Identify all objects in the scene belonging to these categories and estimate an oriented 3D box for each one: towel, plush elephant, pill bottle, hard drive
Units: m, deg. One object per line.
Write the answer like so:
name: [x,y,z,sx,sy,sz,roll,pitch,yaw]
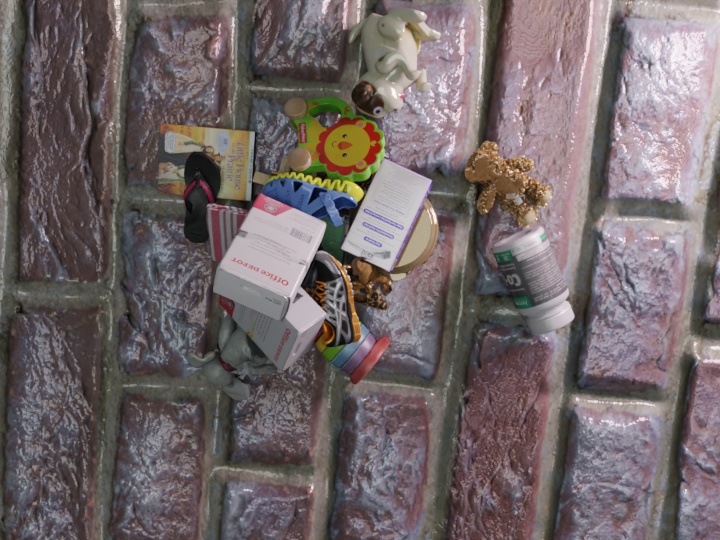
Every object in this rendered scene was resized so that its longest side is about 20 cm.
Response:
towel: [-0.214,-0.063,1.663,0.199,0.030,0.147,10,132,5]
plush elephant: [-0.261,0.177,1.693,0.154,0.200,0.165,-25,114,28]
pill bottle: [0.356,0.021,1.670,0.113,0.113,0.201,-24,96,5]
hard drive: [-0.124,-0.079,1.675,0.199,0.038,0.140,9,132,1]

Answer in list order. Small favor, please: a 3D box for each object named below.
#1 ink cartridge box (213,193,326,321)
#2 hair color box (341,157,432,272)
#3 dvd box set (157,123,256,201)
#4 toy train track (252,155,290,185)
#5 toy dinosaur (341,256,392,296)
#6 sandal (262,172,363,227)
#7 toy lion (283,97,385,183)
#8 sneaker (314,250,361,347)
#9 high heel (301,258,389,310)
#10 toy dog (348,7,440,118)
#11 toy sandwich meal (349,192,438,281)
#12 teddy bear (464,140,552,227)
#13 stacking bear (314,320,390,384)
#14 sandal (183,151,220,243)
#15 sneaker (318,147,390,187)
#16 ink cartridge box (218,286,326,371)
ink cartridge box: [-0.167,-0.025,1.518,0.145,0.201,0.085,24,139,-1]
hair color box: [0.053,-0.108,1.628,0.109,0.065,0.201,26,89,7]
dvd box set: [-0.319,-0.224,1.697,0.199,0.029,0.147,6,100,0]
toy train track: [-0.126,-0.166,1.701,0.199,0.033,0.115,16,85,-7]
toy dinosaur: [0.000,0.000,1.606,0.106,0.200,0.061,-18,66,19]
sandal: [-0.099,-0.135,1.582,0.199,0.080,0.088,8,72,16]
toy lion: [-0.048,-0.259,1.616,0.190,0.069,0.201,-10,63,5]
sneaker: [-0.058,0.060,1.589,0.077,0.078,0.201,-22,105,-23]
high heel: [-0.038,0.071,1.672,0.199,0.071,0.143,32,58,-18]
toy dog: [0.048,-0.400,1.603,0.193,0.140,0.201,14,89,14]
toy sandwich meal: [0.069,-0.077,1.692,0.204,0.070,0.207,0,88,7]
teddy bear: [0.300,-0.176,1.677,0.199,0.067,0.146,19,107,-7]
stacking bear: [-0.052,0.132,1.703,0.200,0.114,0.122,40,97,1]
sandal: [-0.330,-0.143,1.674,0.075,0.045,0.201,8,115,-1]
sneaker: [-0.016,-0.194,1.669,0.095,0.079,0.200,44,88,-20]
ink cartridge box: [-0.175,0.073,1.593,0.200,0.085,0.148,44,141,14]
